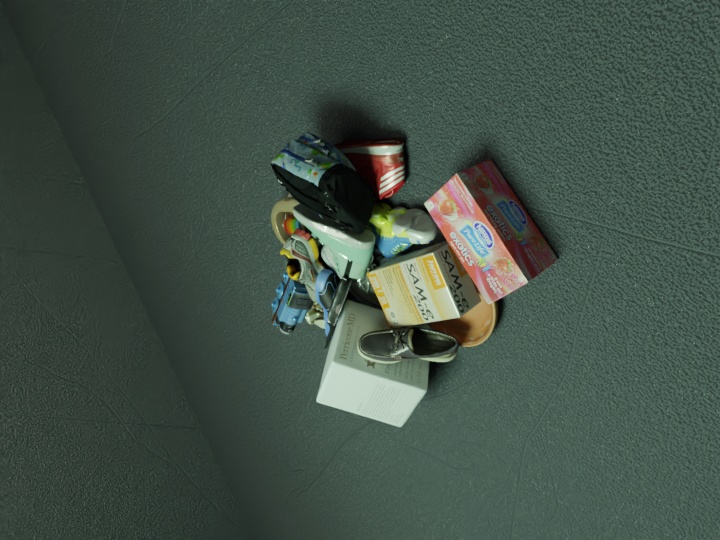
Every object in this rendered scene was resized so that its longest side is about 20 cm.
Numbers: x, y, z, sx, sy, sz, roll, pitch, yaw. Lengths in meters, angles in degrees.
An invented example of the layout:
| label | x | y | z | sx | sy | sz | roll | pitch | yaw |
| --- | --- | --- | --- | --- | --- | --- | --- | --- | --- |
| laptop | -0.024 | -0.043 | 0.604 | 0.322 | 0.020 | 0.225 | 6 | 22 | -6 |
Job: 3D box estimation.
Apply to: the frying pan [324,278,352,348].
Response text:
| label | x | y | z | sx | sy | sz | roll | pitch | yaw |
| --- | --- | --- | --- | --- | --- | --- | --- | --- | --- |
| frying pan | -0.052 | 0.080 | 1.112 | 0.031 | 0.116 | 0.191 | 22 | 146 | -3 |

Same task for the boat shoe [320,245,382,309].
| label | x | y | z | sx | sy | sz | roll | pitch | yaw |
| --- | --- | --- | --- | --- | --- | --- | --- | --- | --- |
| boat shoe | 0.002 | -0.003 | 1.135 | 0.202 | 0.074 | 0.086 | 48 | 145 | 4 |

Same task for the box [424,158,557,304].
| label | x | y | z | sx | sy | sz | roll | pitch | yaw |
| --- | --- | --- | --- | --- | --- | --- | --- | --- | --- |
| box | 0.211 | -0.065 | 0.838 | 0.202 | 0.102 | 0.095 | 59 | 143 | 7 |

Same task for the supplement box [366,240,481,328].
| label | x | y | z | sx | sy | sz | roll | pitch | yaw |
| --- | --- | --- | --- | --- | --- | --- | --- | --- | --- |
| supplement box | 0.114 | 0.030 | 0.974 | 0.199 | 0.073 | 0.127 | -19 | 97 | 53 |

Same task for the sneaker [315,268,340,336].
| label | x | y | z | sx | sy | sz | roll | pitch | yaw |
| --- | --- | --- | --- | --- | --- | --- | --- | --- | --- |
| sneaker | -0.047 | 0.085 | 1.181 | 0.077 | 0.070 | 0.202 | 12 | 134 | 27 |

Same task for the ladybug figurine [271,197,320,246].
| label | x | y | z | sx | sy | sz | roll | pitch | yaw |
| --- | --- | --- | --- | --- | --- | --- | --- | --- | --- |
| ladybug figurine | -0.137 | -0.111 | 1.214 | 0.199 | 0.071 | 0.138 | 12 | 121 | 49 |

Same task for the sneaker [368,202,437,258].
| label | x | y | z | sx | sy | sz | roll | pitch | yaw |
| --- | --- | --- | --- | --- | --- | --- | --- | --- | --- |
| sneaker | 0.085 | -0.068 | 1.018 | 0.199 | 0.075 | 0.106 | 33 | 145 | 51 |

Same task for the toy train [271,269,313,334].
| label | x | y | z | sx | sy | sz | roll | pitch | yaw |
| --- | --- | --- | --- | --- | --- | --- | --- | --- | --- |
| toy train | -0.179 | 0.080 | 1.364 | 0.201 | 0.086 | 0.115 | -63 | 30 | 32 |

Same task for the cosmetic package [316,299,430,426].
| label | x | y | z | sx | sy | sz | roll | pitch | yaw |
| --- | --- | --- | --- | --- | --- | --- | --- | --- | --- |
| cosmetic package | 0.030 | 0.199 | 1.095 | 0.197 | 0.169 | 0.167 | 17 | 136 | -5 |

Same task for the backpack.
| label | x | y | z | sx | sy | sz | roll | pitch | yaw |
| --- | --- | --- | --- | --- | --- | --- | --- | --- | --- |
| backpack | -0.079 | -0.176 | 0.986 | 0.198 | 0.155 | 0.163 | 17 | 165 | 33 |

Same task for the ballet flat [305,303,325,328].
| label | x | y | z | sx | sy | sz | roll | pitch | yaw |
| --- | --- | --- | --- | --- | --- | --- | --- | --- | --- |
| ballet flat | -0.106 | 0.120 | 1.365 | 0.199 | 0.064 | 0.077 | 8 | 117 | 48 |

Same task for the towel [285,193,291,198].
| label | x | y | z | sx | sy | sz | roll | pitch | yaw |
| --- | --- | --- | --- | --- | --- | --- | --- | --- | --- |
| towel | -0.137 | -0.131 | 1.283 | 0.154 | 0.023 | 0.200 | 58 | 145 | 7 |

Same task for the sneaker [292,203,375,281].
| label | x | y | z | sx | sy | sz | roll | pitch | yaw |
| --- | --- | --- | --- | --- | --- | --- | --- | --- | --- |
| sneaker | -0.065 | -0.055 | 1.054 | 0.199 | 0.074 | 0.119 | 31 | 132 | 24 |

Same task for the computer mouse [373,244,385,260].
| label | x | y | z | sx | sy | sz | roll | pitch | yaw |
| --- | --- | --- | --- | --- | --- | --- | --- | --- | --- |
| computer mouse | -0.006 | -0.056 | 1.167 | 0.198 | 0.034 | 0.059 | 7 | 135 | 40 |

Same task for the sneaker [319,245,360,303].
| label | x | y | z | sx | sy | sz | roll | pitch | yaw |
| --- | --- | --- | --- | --- | --- | --- | --- | --- | --- |
| sneaker | -0.065 | 0.024 | 1.247 | 0.201 | 0.073 | 0.082 | 57 | 142 | 8 |

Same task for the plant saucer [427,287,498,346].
| label | x | y | z | sx | sy | sz | roll | pitch | yaw |
| --- | --- | --- | --- | --- | --- | --- | --- | --- | --- |
| plant saucer | 0.184 | 0.049 | 0.994 | 0.199 | 0.037 | 0.203 | 28 | 130 | 38 |

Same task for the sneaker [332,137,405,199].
| label | x | y | z | sx | sy | sz | roll | pitch | yaw |
| --- | --- | --- | --- | --- | --- | --- | --- | --- | --- |
| sneaker | 0.007 | -0.198 | 1.023 | 0.199 | 0.078 | 0.117 | 14 | 121 | 47 |

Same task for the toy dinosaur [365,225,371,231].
| label | x | y | z | sx | sy | sz | roll | pitch | yaw |
| --- | --- | --- | --- | --- | --- | --- | --- | --- | --- |
| toy dinosaur | -0.039 | -0.109 | 1.111 | 0.089 | 0.047 | 0.200 | 67 | 165 | -19 |

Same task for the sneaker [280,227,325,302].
| label | x | y | z | sx | sy | sz | roll | pitch | yaw |
| --- | --- | --- | --- | --- | --- | --- | --- | --- | --- |
| sneaker | -0.131 | 0.001 | 1.169 | 0.077 | 0.082 | 0.202 | 21 | 144 | 37 |

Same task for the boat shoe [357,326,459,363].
| label | x | y | z | sx | sy | sz | roll | pitch | yaw |
| --- | --- | --- | --- | --- | --- | --- | --- | --- | --- |
| boat shoe | 0.092 | 0.139 | 0.987 | 0.065 | 0.197 | 0.073 | 91 | -177 | -63 |
